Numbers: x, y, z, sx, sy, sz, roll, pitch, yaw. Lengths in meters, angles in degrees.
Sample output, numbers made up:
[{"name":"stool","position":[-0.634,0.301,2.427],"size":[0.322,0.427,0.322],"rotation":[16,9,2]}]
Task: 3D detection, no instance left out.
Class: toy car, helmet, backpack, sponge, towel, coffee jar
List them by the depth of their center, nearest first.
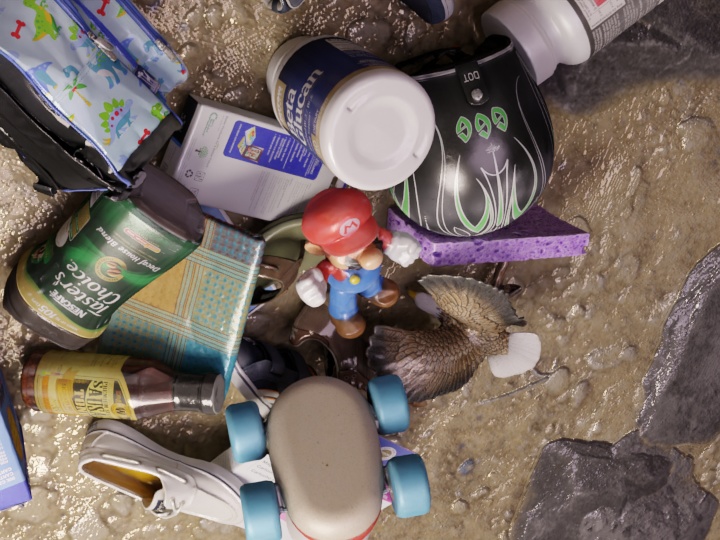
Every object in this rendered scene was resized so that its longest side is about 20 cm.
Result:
[{"name":"backpack","position":[-0.263,-0.176,1.014],"size":[0.200,0.183,0.147],"rotation":[47,66,-33]},{"name":"coffee jar","position":[-0.246,-0.011,1.117],"size":[0.104,0.086,0.200],"rotation":[34,122,-30]},{"name":"towel","position":[-0.179,0.031,1.177],"size":[0.146,0.022,0.201],"rotation":[22,115,10]},{"name":"helmet","position":[0.106,-0.129,1.214],"size":[0.199,0.200,0.192],"rotation":[-21,109,-16]},{"name":"toy car","position":[-0.036,0.228,1.242],"size":[0.183,0.178,0.200],"rotation":[-10,146,-8]},{"name":"sponge","position":[0.141,-0.042,1.315],"size":[0.199,0.112,0.030],"rotation":[-4,114,-25]}]

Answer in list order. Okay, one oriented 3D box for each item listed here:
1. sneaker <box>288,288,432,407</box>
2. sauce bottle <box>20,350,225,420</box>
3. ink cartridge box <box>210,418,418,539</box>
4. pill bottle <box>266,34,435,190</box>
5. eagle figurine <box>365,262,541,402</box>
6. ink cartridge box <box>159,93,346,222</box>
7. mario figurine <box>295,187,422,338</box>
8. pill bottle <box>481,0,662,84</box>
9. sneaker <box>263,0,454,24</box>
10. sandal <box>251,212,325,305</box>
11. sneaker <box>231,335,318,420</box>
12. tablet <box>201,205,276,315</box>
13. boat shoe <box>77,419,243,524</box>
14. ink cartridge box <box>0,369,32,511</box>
[{"name":"sneaker","position":[-0.002,0.104,1.343],"size":[0.076,0.070,0.200],"rotation":[-47,115,-4]},{"name":"sauce bottle","position":[-0.235,0.115,1.176],"size":[0.199,0.066,0.066],"rotation":[1,119,13]},{"name":"ink cartridge box","position":[-0.064,0.240,1.344],"size":[0.196,0.043,0.200],"rotation":[29,128,-33]},{"name":"pill bottle","position":[-0.020,-0.159,1.123],"size":[0.111,0.200,0.112],"rotation":[-10,117,-21]},{"name":"eagle figurine","position":[0.108,0.061,1.316],"size":[0.200,0.150,0.153],"rotation":[-25,109,-65]},{"name":"ink cartridge box","position":[-0.102,-0.105,1.199],"size":[0.199,0.039,0.100],"rotation":[14,107,-38]},{"name":"mario figurine","position":[0.000,0.000,1.184],"size":[0.105,0.124,0.200],"rotation":[4,150,12]},{"name":"pill bottle","position":[0.231,-0.289,1.236],"size":[0.200,0.116,0.117],"rotation":[-38,125,-6]},{"name":"sneaker","position":[-0.013,-0.277,1.136],"size":[0.202,0.077,0.146],"rotation":[43,79,-25]},{"name":"sandal","position":[-0.106,0.009,1.223],"size":[0.200,0.057,0.080],"rotation":[-29,142,-7]},{"name":"sneaker","position":[-0.095,0.114,1.296],"size":[0.079,0.079,0.200],"rotation":[-34,136,-1]},{"name":"tablet","position":[-0.184,-0.009,1.229],"size":[0.130,0.014,0.200],"rotation":[-36,124,-6]},{"name":"boat shoe","position":[-0.208,0.232,1.261],"size":[0.199,0.070,0.071],"rotation":[31,124,-15]},{"name":"ink cartridge box","position":[-0.373,0.143,1.135],"size":[0.076,0.137,0.201],"rotation":[-15,120,-13]}]
